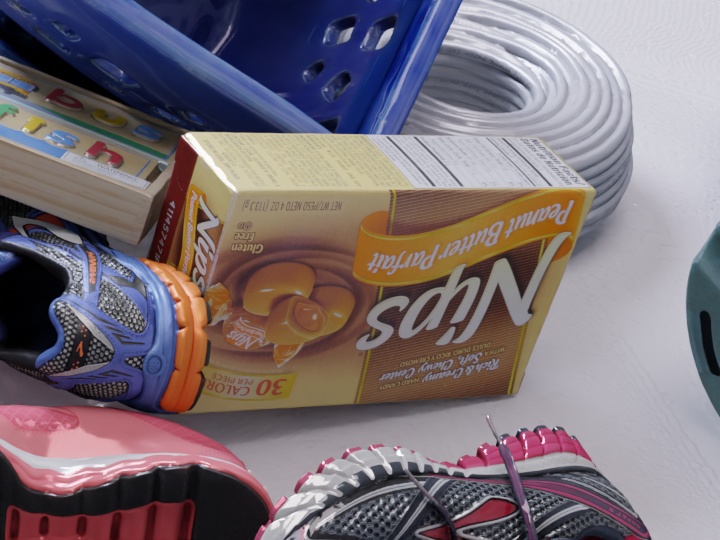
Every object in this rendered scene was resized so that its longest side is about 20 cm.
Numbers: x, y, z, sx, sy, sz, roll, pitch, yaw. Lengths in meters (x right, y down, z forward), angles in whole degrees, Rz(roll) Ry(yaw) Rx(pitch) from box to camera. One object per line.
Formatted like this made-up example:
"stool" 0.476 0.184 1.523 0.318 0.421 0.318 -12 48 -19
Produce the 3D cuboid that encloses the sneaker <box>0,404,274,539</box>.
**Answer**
"sneaker" -0.136 0.088 1.046 0.199 0.074 0.087 10 15 -8

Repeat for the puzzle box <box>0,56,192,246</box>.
"puzzle box" -0.175 -0.073 1.154 0.199 0.026 0.133 21 16 0

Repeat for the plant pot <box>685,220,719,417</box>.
"plant pot" 0.272 0.006 1.210 0.195 0.201 0.200 -25 47 -35

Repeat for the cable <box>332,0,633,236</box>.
"cable" 0.052 -0.082 1.366 0.199 0.070 0.200 1 34 -19

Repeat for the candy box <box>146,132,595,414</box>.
"candy box" 0.000 0.000 1.152 0.199 0.116 0.055 -2 34 -36

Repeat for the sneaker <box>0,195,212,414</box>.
"sneaker" -0.145 0.005 1.108 0.078 0.076 0.200 8 8 -40

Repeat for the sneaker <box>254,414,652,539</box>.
"sneaker" 0.037 0.115 1.039 0.199 0.081 0.075 -11 41 -35

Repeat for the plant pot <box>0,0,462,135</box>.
"plant pot" -0.076 -0.159 1.254 0.200 0.179 0.201 34 66 -26
